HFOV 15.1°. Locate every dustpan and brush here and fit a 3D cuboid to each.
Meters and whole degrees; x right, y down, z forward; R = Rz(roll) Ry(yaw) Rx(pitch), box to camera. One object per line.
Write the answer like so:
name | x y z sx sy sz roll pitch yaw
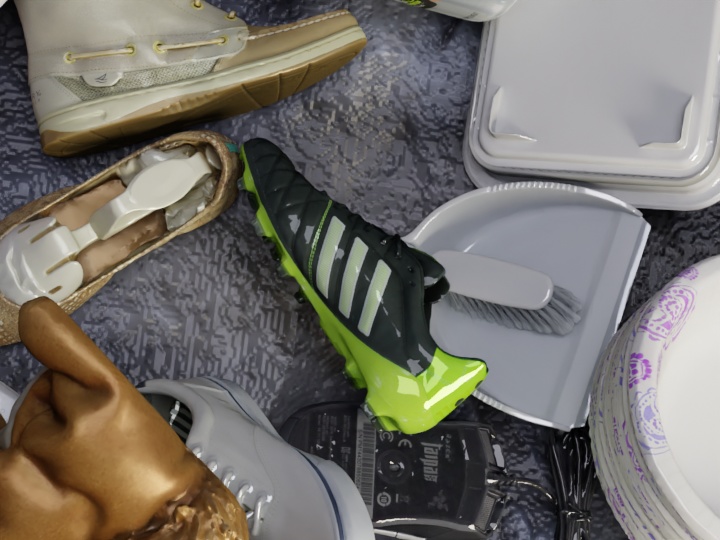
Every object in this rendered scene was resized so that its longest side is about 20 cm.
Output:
dustpan and brush | 0.051 0.001 1.572 0.200 0.057 0.140 14 78 27

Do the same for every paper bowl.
paper bowl | 0.223 0.097 1.535 0.200 0.104 0.201 9 64 -20

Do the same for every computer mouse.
computer mouse | 0.044 0.148 1.556 0.200 0.046 0.141 2 76 -17

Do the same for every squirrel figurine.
squirrel figurine | -0.165 0.147 1.402 0.187 0.142 0.200 -43 84 -7

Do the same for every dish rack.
dish rack | 0.145 -0.140 1.587 0.171 0.044 0.200 4 76 22

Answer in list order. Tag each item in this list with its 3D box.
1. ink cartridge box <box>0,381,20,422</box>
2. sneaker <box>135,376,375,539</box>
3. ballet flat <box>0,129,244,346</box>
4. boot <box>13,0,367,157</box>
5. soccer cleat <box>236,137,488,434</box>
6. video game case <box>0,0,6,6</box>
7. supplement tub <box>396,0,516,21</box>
ink cartridge box | -0.182 0.168 1.505 0.200 0.086 0.148 37 77 0
sneaker | -0.066 0.121 1.482 0.071 0.200 0.073 2 112 -36
ballet flat | -0.155 -0.025 1.554 0.200 0.065 0.071 -35 86 -11
boot | -0.109 -0.163 1.584 0.200 0.072 0.155 -16 80 -6
soccer cleat | 0.000 0.000 1.541 0.081 0.068 0.200 -32 73 -1
video game case | -0.211 -0.233 1.575 0.143 0.018 0.200 32 75 35
supplement tub | 0.001 -0.223 1.558 0.200 0.123 0.123 13 78 -19
